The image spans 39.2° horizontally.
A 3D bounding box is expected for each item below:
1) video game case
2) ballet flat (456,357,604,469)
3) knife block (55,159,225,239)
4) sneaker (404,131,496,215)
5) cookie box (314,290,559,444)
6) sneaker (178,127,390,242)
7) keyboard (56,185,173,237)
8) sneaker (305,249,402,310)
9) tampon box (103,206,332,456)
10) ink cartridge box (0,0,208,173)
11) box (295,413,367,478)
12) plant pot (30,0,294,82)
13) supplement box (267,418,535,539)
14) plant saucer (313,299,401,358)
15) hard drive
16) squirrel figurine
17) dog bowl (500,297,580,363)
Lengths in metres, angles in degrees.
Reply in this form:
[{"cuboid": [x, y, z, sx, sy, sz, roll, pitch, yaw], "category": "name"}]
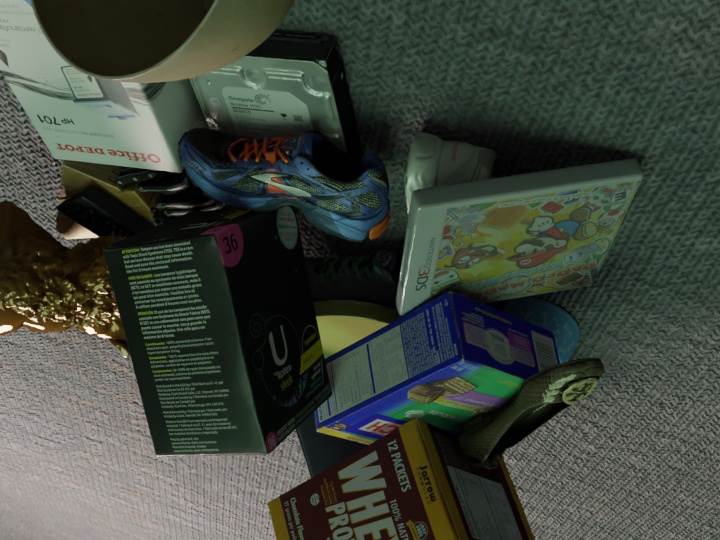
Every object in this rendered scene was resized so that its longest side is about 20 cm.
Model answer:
[{"cuboid": [0.135, -0.025, 0.909, 0.198, 0.023, 0.183, -9, 149, -9], "category": "video game case"}, {"cuboid": [0.161, 0.141, 0.967, 0.067, 0.047, 0.200, 11, 143, -33], "category": "ballet flat"}, {"cuboid": [-0.225, -0.075, 1.067, 0.174, 0.064, 0.200, 24, 148, -7], "category": "knife block"}, {"cuboid": [0.096, -0.041, 0.943, 0.098, 0.079, 0.201, 6, 147, 13], "category": "sneaker"}, {"cuboid": [0.076, 0.113, 1.021, 0.170, 0.076, 0.199, 21, 140, -40], "category": "cookie box"}, {"cuboid": [-0.063, -0.094, 0.894, 0.198, 0.076, 0.079, 14, 134, -2], "category": "sneaker"}, {"cuboid": [-0.211, -0.026, 1.058, 0.199, 0.021, 0.126, 35, 147, -31], "category": "keyboard"}, {"cuboid": [0.000, 0.000, 1.070, 0.197, 0.075, 0.088, 8, 138, -3], "category": "sneaker"}, {"cuboid": [-0.126, 0.051, 0.944, 0.125, 0.150, 0.202, -6, 104, 24], "category": "tampon box"}, {"cuboid": [-0.233, -0.187, 0.887, 0.145, 0.086, 0.201, 7, 144, 18], "category": "ink cartridge box"}, {"cuboid": [0.025, 0.228, 1.239, 0.104, 0.149, 0.199, -34, 147, 19], "category": "box"}, {"cuboid": [-0.115, -0.223, 0.704, 0.198, 0.203, 0.134, -5, 177, 33], "category": "plant pot"}, {"cuboid": [0.048, 0.277, 1.059, 0.196, 0.134, 0.200, -32, 146, 20], "category": "supplement box"}, {"cuboid": [-0.008, 0.077, 1.089, 0.197, 0.031, 0.201, 5, 154, 2], "category": "plant saucer"}, {"cuboid": [-0.073, -0.133, 0.928, 0.138, 0.038, 0.201, 8, 145, 16], "category": "hard drive"}, {"cuboid": [-0.300, 0.025, 1.057, 0.186, 0.143, 0.199, 27, 164, -31], "category": "squirrel figurine"}, {"cuboid": [0.141, 0.080, 1.122, 0.198, 0.050, 0.112, 0, 143, 28], "category": "dog bowl"}]
